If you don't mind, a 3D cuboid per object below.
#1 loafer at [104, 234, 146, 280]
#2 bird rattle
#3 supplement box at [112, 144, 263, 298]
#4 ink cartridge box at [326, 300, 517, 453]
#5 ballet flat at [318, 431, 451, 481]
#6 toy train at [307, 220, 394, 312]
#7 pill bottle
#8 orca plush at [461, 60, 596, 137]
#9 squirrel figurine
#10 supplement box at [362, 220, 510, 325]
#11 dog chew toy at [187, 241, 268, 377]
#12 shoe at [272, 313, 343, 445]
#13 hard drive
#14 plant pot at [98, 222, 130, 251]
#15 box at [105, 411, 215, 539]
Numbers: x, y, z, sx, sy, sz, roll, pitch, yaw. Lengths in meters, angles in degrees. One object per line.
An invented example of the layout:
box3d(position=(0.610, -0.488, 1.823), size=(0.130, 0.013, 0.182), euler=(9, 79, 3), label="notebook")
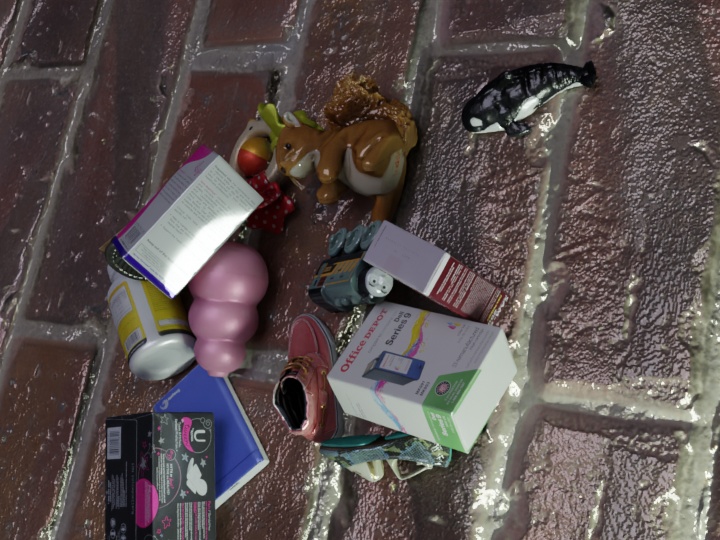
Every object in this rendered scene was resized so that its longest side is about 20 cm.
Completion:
box3d(position=(-0.307, -0.030, 1.653), size=(0.073, 0.199, 0.072), euler=(-56, 42, 35), label="loafer")
box3d(position=(-0.147, -0.165, 1.672), size=(0.163, 0.112, 0.201), euler=(25, 100, 47), label="bird rattle")
box3d(position=(-0.254, -0.074, 1.545), size=(0.200, 0.103, 0.101), euler=(-48, 27, -2), label="supplement box")
box3d(position=(0.079, 0.133, 1.374), size=(0.199, 0.088, 0.146), euler=(12, 52, 37), label="ink cartridge box")
box3d(position=(0.033, 0.249, 1.410), size=(0.199, 0.074, 0.075), euler=(-14, 66, 32), label="ballet flat")
box3d(position=(0.000, 0.000, 1.469), size=(0.200, 0.085, 0.115), euler=(-9, 53, 63), label="toy train")
box3d(position=(-0.337, 0.065, 1.677), size=(0.112, 0.112, 0.201), euler=(-36, 58, 16), label="pill bottle")
box3d(position=(0.222, -0.247, 1.458), size=(0.199, 0.071, 0.106), euler=(-5, 71, 31), label="orca plush")
box3d(position=(-0.024, -0.188, 1.546), size=(0.185, 0.142, 0.201), euler=(15, 64, 22), label="squirrel figurine")
box3d(position=(0.102, 0.010, 1.364), size=(0.109, 0.200, 0.061), euler=(30, 91, 36), label="supplement box")
box3d(position=(-0.206, 0.060, 1.596), size=(0.124, 0.124, 0.202), euler=(2, 82, 32), label="dog chew toy")
box3d(position=(-0.080, 0.145, 1.498), size=(0.071, 0.091, 0.201), euler=(-23, 62, 23), label="shoe")
box3d(position=(-0.229, 0.247, 1.597), size=(0.132, 0.025, 0.201), euler=(-42, 57, 14), label="hard drive")
box3d(position=(-0.340, -0.089, 1.715), size=(0.200, 0.200, 0.028), euler=(-35, 100, 17), label="plant pot")
box3d(position=(-0.291, 0.310, 1.531), size=(0.132, 0.114, 0.202), euler=(-12, 75, 43), label="box")
